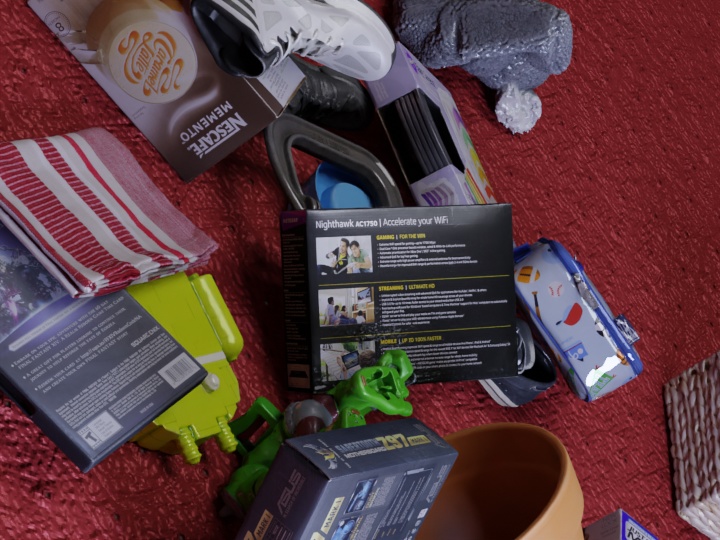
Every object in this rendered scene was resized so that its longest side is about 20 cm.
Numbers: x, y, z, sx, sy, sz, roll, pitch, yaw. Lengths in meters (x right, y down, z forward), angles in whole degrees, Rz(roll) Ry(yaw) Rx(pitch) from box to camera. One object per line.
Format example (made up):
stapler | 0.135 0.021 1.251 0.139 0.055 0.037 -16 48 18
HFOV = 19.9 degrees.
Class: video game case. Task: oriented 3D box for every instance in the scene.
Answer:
video game case | -0.217 0.035 1.426 0.200 0.019 0.143 44 38 7

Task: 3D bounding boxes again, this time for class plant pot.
plant pot | 0.094 0.234 1.596 0.140 0.200 0.200 64 28 -24

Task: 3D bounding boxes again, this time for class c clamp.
c clamp | -0.005 -0.051 1.750 0.200 0.027 0.171 27 43 -40

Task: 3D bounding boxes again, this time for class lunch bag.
lunch bag | 0.194 0.039 1.924 0.160 0.076 0.200 57 0 -1

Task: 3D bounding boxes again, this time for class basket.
basket | 0.433 0.192 2.110 0.200 0.161 0.198 37 37 -31

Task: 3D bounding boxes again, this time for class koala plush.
koala plush | 0.144 -0.250 2.135 0.200 0.184 0.177 43 37 -61

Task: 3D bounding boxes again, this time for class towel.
towel | -0.199 -0.048 1.509 0.144 0.023 0.200 45 22 11

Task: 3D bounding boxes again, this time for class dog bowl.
dog bowl | 0.000 0.000 1.787 0.111 0.050 0.200 0 63 -54

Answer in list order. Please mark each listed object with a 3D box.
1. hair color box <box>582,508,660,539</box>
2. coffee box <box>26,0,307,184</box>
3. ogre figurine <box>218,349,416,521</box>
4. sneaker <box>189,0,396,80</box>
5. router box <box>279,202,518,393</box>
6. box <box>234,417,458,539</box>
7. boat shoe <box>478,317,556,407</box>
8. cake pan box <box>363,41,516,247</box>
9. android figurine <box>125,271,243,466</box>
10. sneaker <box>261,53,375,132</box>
hair color box | 0.195 0.310 1.726 0.065 0.109 0.200 41 35 -23
coffee box | -0.156 -0.188 1.674 0.200 0.114 0.080 48 32 -14
ogre figurine | -0.036 0.129 1.557 0.098 0.120 0.200 45 35 -27
sneaker | -0.060 -0.180 1.642 0.200 0.076 0.115 29 49 -27
router box | 0.034 0.021 1.693 0.200 0.051 0.149 -2 91 -29
box | -0.031 0.202 1.428 0.051 0.200 0.158 36 23 28
boat shoe | 0.121 0.065 1.835 0.200 0.062 0.075 44 34 -54
cake pan box | 0.072 -0.105 1.921 0.184 0.052 0.200 66 11 18
android figurine | -0.156 0.054 1.534 0.182 0.041 0.200 -9 69 -57
sneaker | -0.071 -0.154 1.819 0.200 0.060 0.104 32 38 -27
